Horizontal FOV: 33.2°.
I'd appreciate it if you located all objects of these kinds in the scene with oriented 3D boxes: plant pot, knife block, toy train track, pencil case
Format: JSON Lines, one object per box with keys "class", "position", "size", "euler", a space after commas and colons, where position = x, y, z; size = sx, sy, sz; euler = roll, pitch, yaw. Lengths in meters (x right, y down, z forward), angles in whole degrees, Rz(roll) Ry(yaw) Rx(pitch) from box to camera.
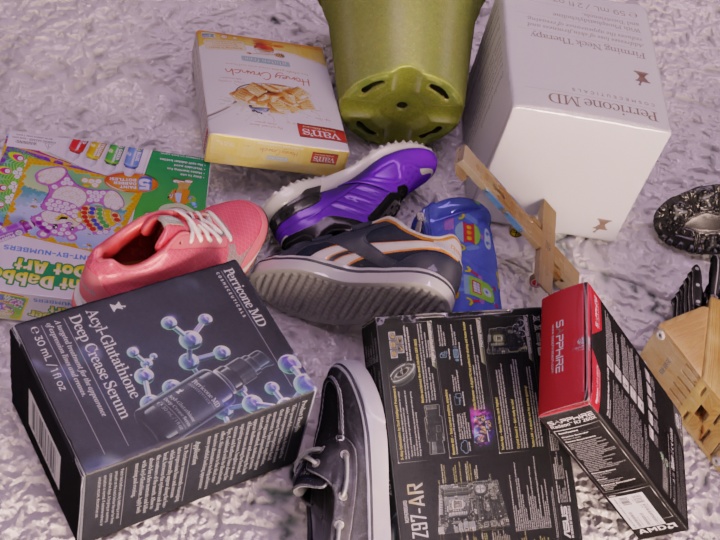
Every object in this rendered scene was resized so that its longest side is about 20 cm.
{"class": "plant pot", "position": [0.043, -0.242, 1.288], "size": [0.199, 0.201, 0.185], "euler": [7, 60, -9]}
{"class": "knife block", "position": [0.365, 0.081, 1.161], "size": [0.175, 0.064, 0.200], "euler": [-17, 56, -26]}
{"class": "toy train track", "position": [0.146, -0.044, 1.174], "size": [0.200, 0.032, 0.115], "euler": [45, 38, -30]}
{"class": "pencil case", "position": [0.090, 0.017, 1.130], "size": [0.087, 0.078, 0.201], "euler": [24, 43, -27]}

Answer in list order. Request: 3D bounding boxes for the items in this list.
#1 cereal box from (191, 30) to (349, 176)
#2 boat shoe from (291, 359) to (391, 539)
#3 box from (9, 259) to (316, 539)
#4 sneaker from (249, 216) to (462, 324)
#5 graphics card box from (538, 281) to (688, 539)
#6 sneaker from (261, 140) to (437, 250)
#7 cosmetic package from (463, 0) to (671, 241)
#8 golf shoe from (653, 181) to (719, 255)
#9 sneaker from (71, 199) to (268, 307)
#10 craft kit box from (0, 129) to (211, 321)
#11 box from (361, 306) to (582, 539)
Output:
{"class": "cereal box", "position": [-0.097, -0.175, 1.249], "size": [0.143, 0.040, 0.201], "euler": [5, 39, -18]}
{"class": "boat shoe", "position": [-0.021, 0.165, 0.959], "size": [0.067, 0.072, 0.201], "euler": [7, 66, -24]}
{"class": "box", "position": [-0.160, 0.101, 0.971], "size": [0.199, 0.107, 0.149], "euler": [-18, 56, -29]}
{"class": "sneaker", "position": [0.000, 0.000, 1.090], "size": [0.199, 0.079, 0.080], "euler": [4, 50, 24]}
{"class": "graphics card box", "position": [0.214, 0.121, 1.014], "size": [0.200, 0.051, 0.126], "euler": [47, 35, -35]}
{"class": "sneaker", "position": [0.006, -0.053, 1.184], "size": [0.199, 0.070, 0.100], "euler": [-25, 67, -27]}
{"class": "cosmetic package", "position": [0.207, -0.166, 1.265], "size": [0.166, 0.167, 0.201], "euler": [9, 49, -8]}
{"class": "golf shoe", "position": [0.407, -0.067, 1.308], "size": [0.199, 0.078, 0.095], "euler": [-10, 11, -3]}
{"class": "sneaker", "position": [-0.153, -0.019, 1.036], "size": [0.200, 0.087, 0.074], "euler": [-30, 64, -34]}
{"class": "craft kit box", "position": [-0.243, -0.035, 1.111], "size": [0.199, 0.049, 0.198], "euler": [7, 51, -10]}
{"class": "box", "position": [0.091, 0.135, 0.997], "size": [0.159, 0.044, 0.201], "euler": [-3, 77, -17]}
